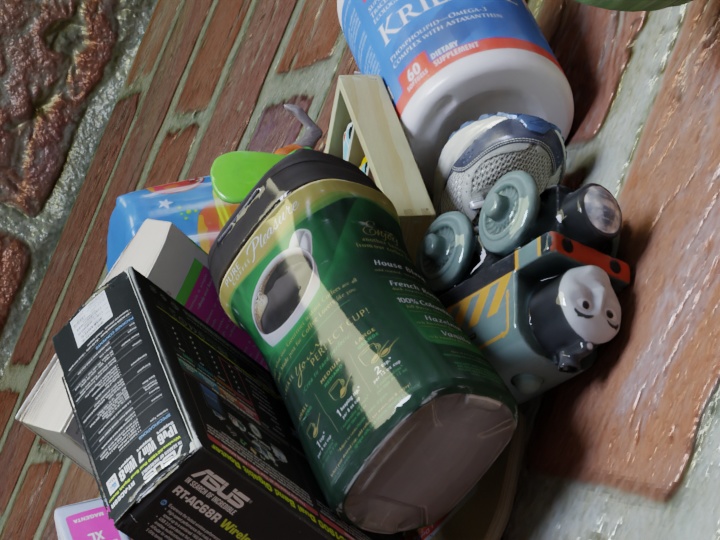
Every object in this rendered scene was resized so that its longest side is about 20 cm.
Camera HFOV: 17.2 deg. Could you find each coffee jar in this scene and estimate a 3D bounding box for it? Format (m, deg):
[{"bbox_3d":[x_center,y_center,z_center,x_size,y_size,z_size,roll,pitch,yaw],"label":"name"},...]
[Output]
[{"bbox_3d":[-0.004,0.032,1.230,0.104,0.085,0.200,-51,47,23],"label":"coffee jar"}]

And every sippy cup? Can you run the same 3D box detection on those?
[{"bbox_3d":[-0.082,-0.001,1.425,0.140,0.129,0.179,-128,37,-63],"label":"sippy cup"}]

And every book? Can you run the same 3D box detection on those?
[{"bbox_3d":[-0.079,0.081,1.322,0.048,0.200,0.134,9,63,49],"label":"book"}]

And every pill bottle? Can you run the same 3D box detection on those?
[{"bbox_3d":[0.049,-0.147,1.463,0.113,0.112,0.201,-57,37,31],"label":"pill bottle"}]

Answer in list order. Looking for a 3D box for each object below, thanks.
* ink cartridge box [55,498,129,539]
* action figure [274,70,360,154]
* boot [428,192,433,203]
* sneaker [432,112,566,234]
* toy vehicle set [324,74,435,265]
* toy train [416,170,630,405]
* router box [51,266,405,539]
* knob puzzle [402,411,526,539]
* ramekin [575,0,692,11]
[{"bbox_3d":[-0.114,0.229,1.248,0.200,0.042,0.120,-116,16,-48],"label":"ink cartridge box"},{"bbox_3d":[-0.013,-0.044,1.748,0.199,0.104,0.195,-8,64,44],"label":"action figure"},{"bbox_3d":[0.044,-0.058,1.533,0.163,0.073,0.199,-100,29,-69],"label":"boot"},{"bbox_3d":[0.069,-0.005,1.389,0.086,0.077,0.201,-94,22,-44],"label":"sneaker"},{"bbox_3d":[0.000,0.000,1.424,0.125,0.026,0.201,-110,23,-44],"label":"toy vehicle set"},{"bbox_3d":[0.066,0.029,1.274,0.200,0.085,0.115,-31,48,43],"label":"toy train"},{"bbox_3d":[-0.058,0.107,1.213,0.062,0.200,0.150,-42,38,11],"label":"router box"},{"bbox_3d":[0.028,0.154,1.313,0.219,0.030,0.220,-41,26,25],"label":"knob puzzle"},{"bbox_3d":[0.145,-0.228,1.203,0.098,0.199,0.201,140,152,-75],"label":"ramekin"}]
